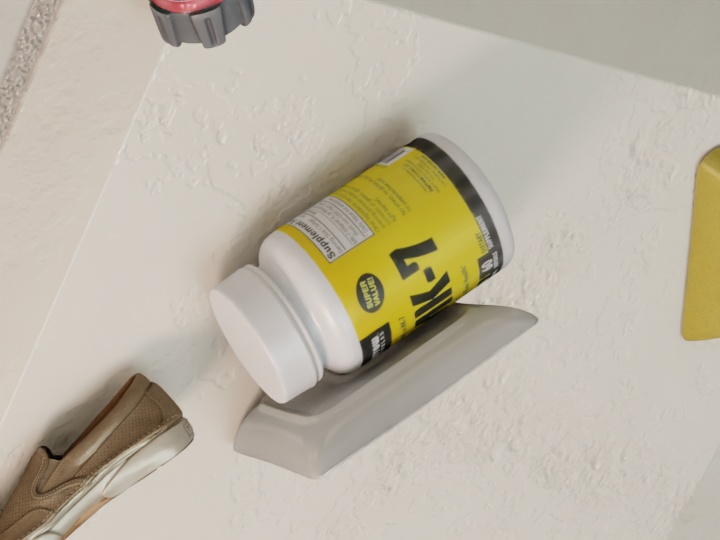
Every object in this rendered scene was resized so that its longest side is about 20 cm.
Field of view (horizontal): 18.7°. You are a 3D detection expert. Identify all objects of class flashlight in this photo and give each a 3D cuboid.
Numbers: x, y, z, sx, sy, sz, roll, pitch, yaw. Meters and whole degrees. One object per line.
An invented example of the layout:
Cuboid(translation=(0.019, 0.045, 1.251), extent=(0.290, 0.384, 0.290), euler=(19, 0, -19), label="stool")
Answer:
Cuboid(translation=(-0.116, -0.227, 1.309), extent=(0.068, 0.068, 0.201), euler=(-37, 139, -20), label="flashlight")

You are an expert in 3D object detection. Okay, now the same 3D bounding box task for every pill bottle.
Cuboid(translation=(0.000, 0.000, 1.546), extent=(0.199, 0.114, 0.115), euler=(-34, 137, -15), label="pill bottle")

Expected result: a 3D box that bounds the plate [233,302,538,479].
Cuboid(translation=(0.009, 0.074, 1.579), extent=(0.199, 0.199, 0.032), euler=(-34, 102, -16), label="plate")

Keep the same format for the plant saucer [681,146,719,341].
Cuboid(translation=(0.372, -0.039, 1.885), extent=(0.199, 0.048, 0.201), euler=(-23, 133, -25), label="plant saucer")

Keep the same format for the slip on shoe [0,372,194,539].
Cuboid(translation=(-0.211, 0.150, 1.524), extent=(0.200, 0.076, 0.061), euler=(-36, 98, -2), label="slip on shoe")
